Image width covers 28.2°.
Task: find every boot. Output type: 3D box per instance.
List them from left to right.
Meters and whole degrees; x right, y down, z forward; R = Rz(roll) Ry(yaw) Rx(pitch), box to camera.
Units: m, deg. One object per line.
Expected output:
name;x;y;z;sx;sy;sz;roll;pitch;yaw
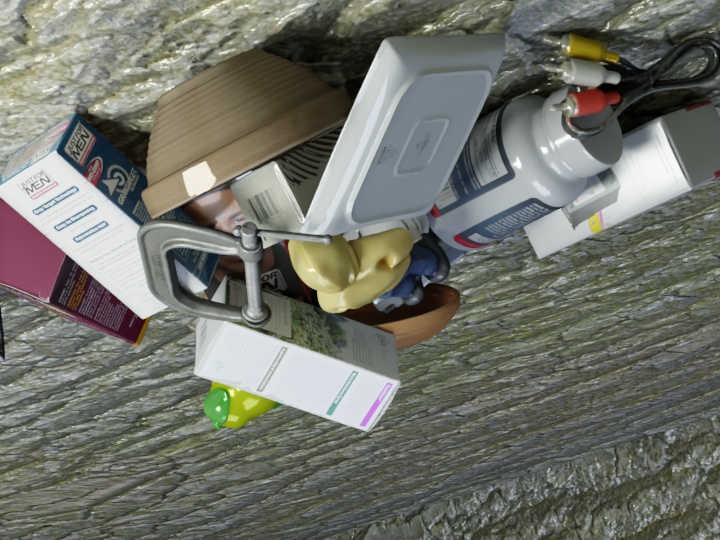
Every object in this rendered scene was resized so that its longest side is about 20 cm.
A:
boot;0.001;-0.007;1.514;0.073;0.096;0.200;38;152;-2

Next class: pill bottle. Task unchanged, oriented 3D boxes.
pill bottle;0.161;-0.108;1.453;0.119;0.120;0.200;9;154;-44

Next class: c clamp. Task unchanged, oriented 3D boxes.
c clamp;-0.120;0.005;1.295;0.170;0.027;0.200;12;153;-2

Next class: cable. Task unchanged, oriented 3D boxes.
cable;0.261;-0.176;1.349;0.199;0.098;0.050;-4;180;-14

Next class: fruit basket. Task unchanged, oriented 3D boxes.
fruit basket;-0.130;0.112;1.879;0.215;0.156;0.216;-23;165;-6

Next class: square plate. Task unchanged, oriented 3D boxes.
square plate;0.045;-0.116;1.271;0.198;0.028;0.201;-15;136;-54

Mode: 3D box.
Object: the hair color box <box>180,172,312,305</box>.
hair color box;-0.128;-0.032;1.456;0.101;0.061;0.201;-20;130;3

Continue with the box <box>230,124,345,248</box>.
box;-0.019;-0.096;1.333;0.200;0.069;0.082;-32;-173;-41

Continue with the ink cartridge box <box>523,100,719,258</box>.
ink cartridge box;0.283;-0.099;1.536;0.200;0.086;0.147;-28;177;37

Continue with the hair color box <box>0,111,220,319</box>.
hair color box;-0.237;-0.049;1.361;0.100;0.061;0.200;-24;124;36

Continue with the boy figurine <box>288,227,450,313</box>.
boy figurine;0.000;0.000;1.383;0.124;0.065;0.200;-44;153;29

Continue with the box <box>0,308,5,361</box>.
box;-0.454;0.020;1.478;0.114;0.133;0.200;-10;161;1

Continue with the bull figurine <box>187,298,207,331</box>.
bull figurine;-0.149;0.035;1.702;0.065;0.122;0.200;31;167;19

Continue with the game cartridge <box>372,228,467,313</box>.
game cartridge;0.072;-0.022;1.610;0.133;0.042;0.200;-43;-173;10

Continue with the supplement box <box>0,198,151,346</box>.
supplement box;-0.307;0.004;1.518;0.110;0.086;0.200;18;171;23

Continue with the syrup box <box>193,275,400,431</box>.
syrup box;-0.063;0.086;1.463;0.199;0.079;0.082;21;123;-19

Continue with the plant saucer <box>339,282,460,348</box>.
plant saucer;0.015;0.055;1.604;0.199;0.038;0.200;-9;-169;2

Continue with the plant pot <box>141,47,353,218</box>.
plant pot;-0.111;-0.129;1.235;0.200;0.093;0.201;-28;-174;3
